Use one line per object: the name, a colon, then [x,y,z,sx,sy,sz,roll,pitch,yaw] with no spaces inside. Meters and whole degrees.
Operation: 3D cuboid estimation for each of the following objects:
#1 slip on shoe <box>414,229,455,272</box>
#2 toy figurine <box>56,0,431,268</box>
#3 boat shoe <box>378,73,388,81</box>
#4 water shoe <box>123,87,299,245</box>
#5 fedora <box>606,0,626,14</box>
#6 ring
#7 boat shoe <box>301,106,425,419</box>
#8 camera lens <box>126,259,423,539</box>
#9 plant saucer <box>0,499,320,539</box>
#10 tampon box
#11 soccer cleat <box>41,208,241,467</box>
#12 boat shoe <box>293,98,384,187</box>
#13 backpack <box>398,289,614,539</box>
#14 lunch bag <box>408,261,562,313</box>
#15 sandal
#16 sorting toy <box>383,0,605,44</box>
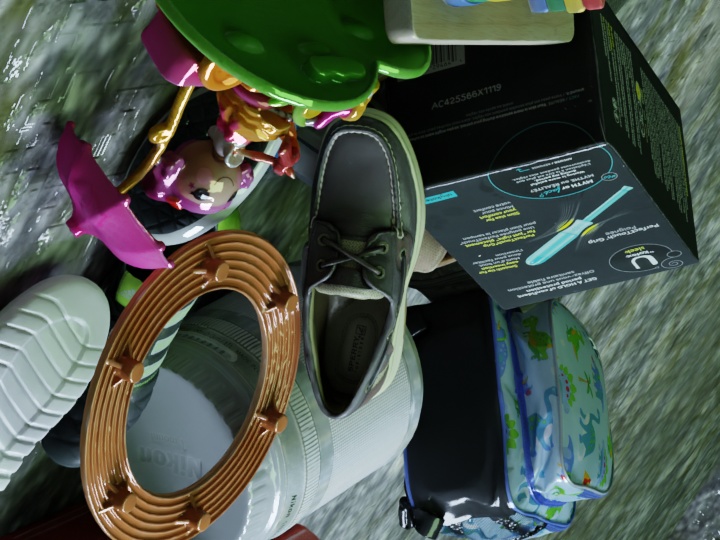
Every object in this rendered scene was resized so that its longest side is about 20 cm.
slip on shoe: [0.033,-0.028,1.409,0.076,0.061,0.200,-53,169,8]
toy figurine: [-0.084,-0.082,1.150,0.199,0.151,0.184,0,139,-47]
boat shoe: [0.052,-0.203,1.309,0.201,0.072,0.068,-57,158,15]
water shoe: [-0.063,-0.091,1.260,0.200,0.071,0.079,-50,164,1]
fedora: [0.143,-0.241,1.409,0.177,0.090,0.200,-33,159,-37]
ring: [-0.093,0.074,1.235,0.200,0.019,0.201,-35,136,-43]
boat shoe: [0.000,0.000,1.289,0.065,0.073,0.201,-65,157,-63]
camera lens: [-0.066,0.093,1.433,0.200,0.160,0.160,-28,150,-46]
plant saucer: [-0.143,0.198,1.440,0.199,0.199,0.037,-20,118,-54]
tampon box: [0.122,-0.080,1.382,0.149,0.127,0.200,-13,152,21]
soccer cleat: [-0.145,0.031,1.297,0.201,0.067,0.081,-58,169,-3]
boat shoe: [-0.012,-0.088,1.387,0.066,0.073,0.200,-57,170,8]
backpack: [0.114,0.117,1.580,0.146,0.184,0.200,-10,164,16]
lunch bag: [0.106,-0.037,1.628,0.167,0.140,0.200,-36,160,9]
sandal: [-0.227,0.083,1.237,0.203,0.050,0.082,-56,135,-13]
sorting toy: [0.088,-0.231,1.181,0.200,0.069,0.200,-10,98,-58]
